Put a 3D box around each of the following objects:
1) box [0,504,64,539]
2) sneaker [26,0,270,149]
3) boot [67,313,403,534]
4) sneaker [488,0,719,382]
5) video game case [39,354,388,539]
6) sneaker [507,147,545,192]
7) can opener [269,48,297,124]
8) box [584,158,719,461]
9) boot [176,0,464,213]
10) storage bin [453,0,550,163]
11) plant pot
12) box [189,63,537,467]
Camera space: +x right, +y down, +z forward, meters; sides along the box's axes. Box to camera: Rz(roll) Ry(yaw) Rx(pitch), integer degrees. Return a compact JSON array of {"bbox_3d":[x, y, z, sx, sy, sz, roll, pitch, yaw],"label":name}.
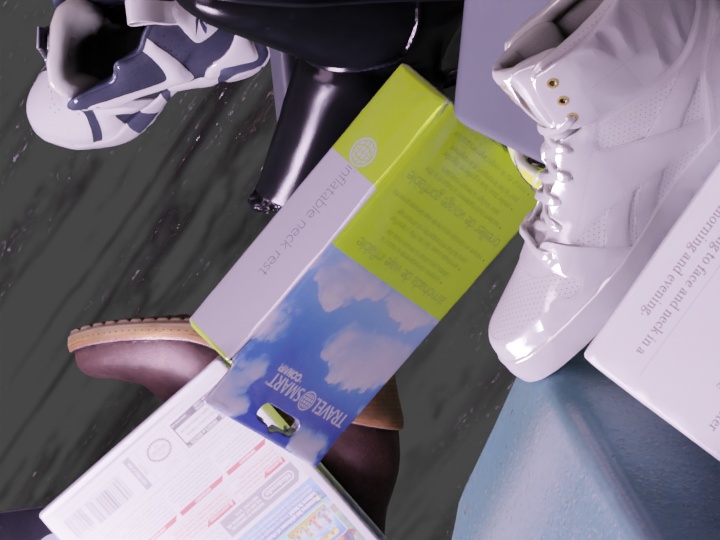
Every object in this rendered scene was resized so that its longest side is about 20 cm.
[{"bbox_3d":[-0.197,0.201,1.709,0.132,0.200,0.115,143,119,-62],"label":"box"},{"bbox_3d":[-0.162,-0.125,1.756,0.199,0.129,0.080,-11,80,42],"label":"sneaker"},{"bbox_3d":[-0.074,0.109,1.670,0.200,0.072,0.167,3,92,17],"label":"boot"},{"bbox_3d":[0.093,-0.053,1.350,0.200,0.115,0.074,-56,25,12],"label":"sneaker"},{"bbox_3d":[-0.062,0.165,1.640,0.143,0.018,0.200,-41,91,16],"label":"video game case"},{"bbox_3d":[0.123,-0.038,1.523,0.075,0.076,0.200,-52,57,26],"label":"sneaker"},{"bbox_3d":[-0.019,-0.129,1.673,0.053,0.066,0.200,8,103,56],"label":"can opener"},{"bbox_3d":[0.227,-0.024,1.320,0.131,0.200,0.199,37,115,8],"label":"box"},{"bbox_3d":[-0.026,-0.101,1.574,0.073,0.198,0.163,50,134,45],"label":"boot"},{"bbox_3d":[0.142,-0.126,1.441,0.145,0.200,0.135,28,119,40],"label":"storage bin"},{"bbox_3d":[0.148,0.140,1.408,0.200,0.196,0.196,61,139,44],"label":"plant pot"},{"bbox_3d":[0.000,0.000,1.565,0.200,0.122,0.048,-50,53,4],"label":"box"}]
